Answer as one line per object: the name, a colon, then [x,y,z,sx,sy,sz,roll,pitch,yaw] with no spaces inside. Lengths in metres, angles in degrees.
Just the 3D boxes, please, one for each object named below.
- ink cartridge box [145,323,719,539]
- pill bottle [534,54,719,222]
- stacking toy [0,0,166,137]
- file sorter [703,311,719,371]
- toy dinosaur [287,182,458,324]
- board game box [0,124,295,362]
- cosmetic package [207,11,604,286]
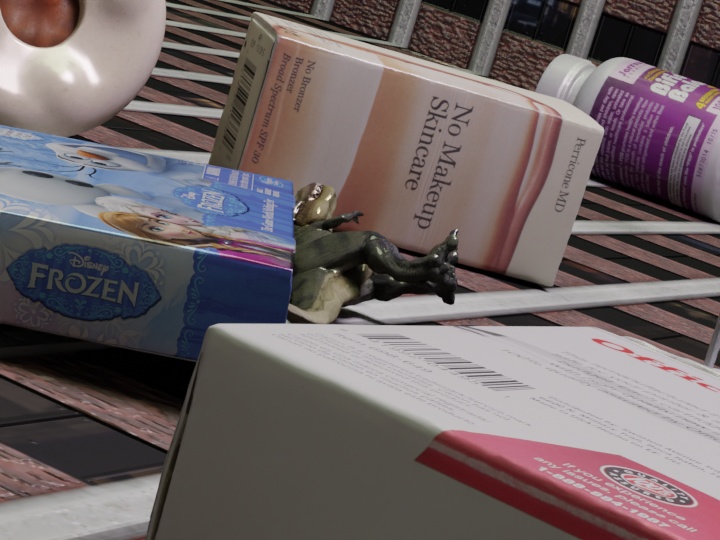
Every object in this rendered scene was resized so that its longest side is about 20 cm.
ink cartridge box: [0.061,0.074,0.574,0.145,0.085,0.200,23,13,32]
pill bottle: [0.256,-0.126,2.014,0.199,0.113,0.112,22,10,26]
stacking toy: [-0.208,-0.140,1.315,0.145,0.147,0.200,14,-9,-22]
file sorter: [0.273,0.041,1.036,0.138,0.125,0.200,11,11,-30]
toy dinosaur: [0.000,0.000,1.013,0.087,0.048,0.200,-1,12,0]
board game box: [-0.124,-0.019,0.847,0.198,0.044,0.200,10,10,-4]
cosmetic package: [0.024,-0.069,1.285,0.199,0.104,0.087,13,12,-17]
